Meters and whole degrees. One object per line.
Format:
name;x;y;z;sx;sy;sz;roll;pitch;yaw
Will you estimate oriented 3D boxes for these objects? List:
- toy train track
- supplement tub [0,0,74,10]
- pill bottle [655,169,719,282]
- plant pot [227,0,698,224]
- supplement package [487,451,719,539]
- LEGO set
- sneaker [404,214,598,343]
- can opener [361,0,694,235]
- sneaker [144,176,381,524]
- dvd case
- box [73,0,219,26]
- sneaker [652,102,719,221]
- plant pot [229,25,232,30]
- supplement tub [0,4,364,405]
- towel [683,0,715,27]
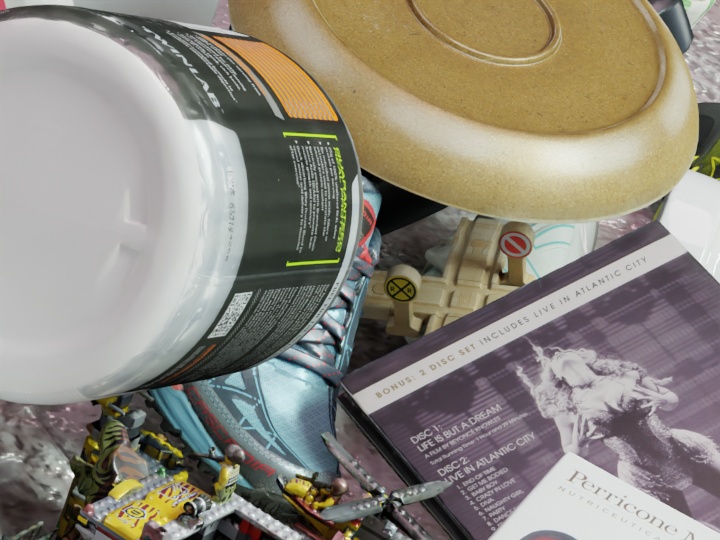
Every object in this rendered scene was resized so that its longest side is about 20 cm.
toy train track;0.000;0.000;1.199;0.199;0.033;0.115;6;40;11
supplement tub;-0.207;-0.083;1.076;0.199;0.141;0.141;-18;35;-8
pill bottle;0.209;0.036;1.262;0.199;0.116;0.116;22;25;3
plant pot;0.046;-0.095;1.179;0.199;0.028;0.201;13;39;-11
supplement package;0.051;0.161;0.860;0.113;0.110;0.200;27;35;15
LEGO set;-0.069;0.083;0.949;0.153;0.116;0.199;35;28;28
sneaker;0.058;0.003;1.268;0.080;0.071;0.201;14;26;-7
can opener;0.052;-0.060;1.281;0.199;0.079;0.063;-24;29;-6
sneaker;-0.035;-0.001;1.118;0.079;0.095;0.201;26;38;-42
dvd case;0.106;0.077;1.050;0.148;0.016;0.200;-26;54;-22
box;-0.158;-0.174;1.300;0.199;0.200;0.131;-7;36;-45
sneaker;0.172;-0.026;1.405;0.084;0.075;0.200;9;27;-22
plant pot;0.059;-0.175;1.475;0.199;0.197;0.200;18;24;-8
supplement tub;-0.072;-0.022;0.979;0.122;0.123;0.200;28;8;15
towel;0.061;-0.078;1.344;0.199;0.153;0.023;-8;54;-46
